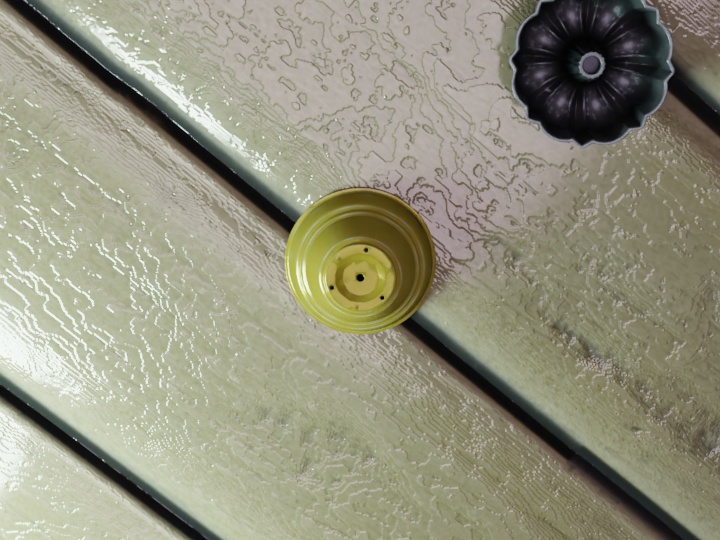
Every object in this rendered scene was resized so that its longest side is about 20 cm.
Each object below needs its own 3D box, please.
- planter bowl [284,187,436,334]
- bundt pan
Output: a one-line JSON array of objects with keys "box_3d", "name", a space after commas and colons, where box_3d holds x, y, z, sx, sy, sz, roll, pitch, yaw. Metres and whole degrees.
[{"box_3d": [0.000, 0.000, 1.563, 0.200, 0.083, 0.201, 0, 106, 0], "name": "planter bowl"}, {"box_3d": [0.278, -0.257, 1.495, 0.201, 0.076, 0.203, 0, 106, 0], "name": "bundt pan"}]
